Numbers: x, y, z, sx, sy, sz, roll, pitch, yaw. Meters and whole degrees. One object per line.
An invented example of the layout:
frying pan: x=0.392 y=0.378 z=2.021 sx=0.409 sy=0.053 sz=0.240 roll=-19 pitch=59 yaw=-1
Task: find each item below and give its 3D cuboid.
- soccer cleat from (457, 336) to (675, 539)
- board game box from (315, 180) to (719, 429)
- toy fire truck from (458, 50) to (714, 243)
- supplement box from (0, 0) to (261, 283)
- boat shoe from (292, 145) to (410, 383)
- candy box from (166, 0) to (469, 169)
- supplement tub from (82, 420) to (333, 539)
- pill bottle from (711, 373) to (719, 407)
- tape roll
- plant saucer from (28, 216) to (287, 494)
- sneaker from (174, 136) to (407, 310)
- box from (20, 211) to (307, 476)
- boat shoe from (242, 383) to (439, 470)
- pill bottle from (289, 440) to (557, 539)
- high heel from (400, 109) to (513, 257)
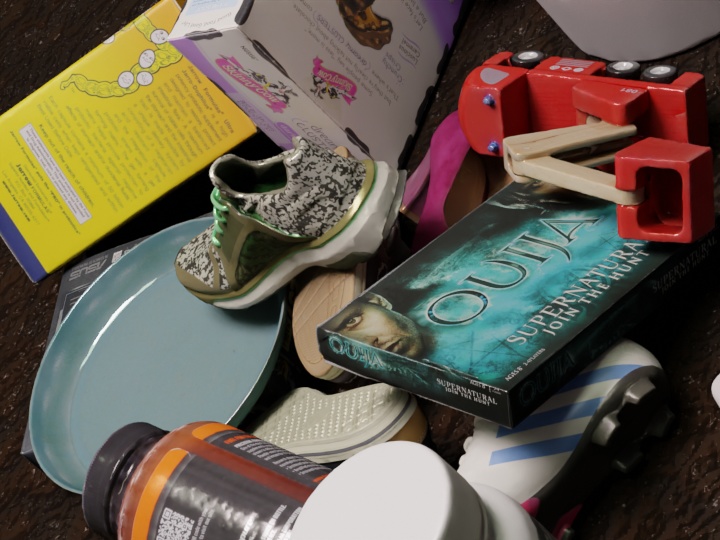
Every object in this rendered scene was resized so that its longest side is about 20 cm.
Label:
soccer cleat: x=0.081 y=0.112 z=1.341 sx=0.200 sy=0.070 sz=0.086 roll=-44 pitch=47 yaw=-10
board game box: x=0.089 y=0.010 z=1.367 sx=0.135 sy=0.028 sz=0.200 roll=17 pitch=39 yaw=38
toy fire truck: x=0.128 y=-0.074 z=1.421 sx=0.199 sy=0.049 sz=0.141 roll=10 pitch=28 yaw=33
supplement box: x=-0.162 y=-0.097 z=1.715 sx=0.199 sy=0.110 sz=0.109 roll=-33 pitch=3 yaw=17
boat shoe: x=0.000 y=0.000 z=1.508 sx=0.072 sy=0.065 sz=0.201 roll=-52 pitch=23 yaw=27
candy box: x=-0.016 y=-0.182 z=1.631 sx=0.071 sy=0.168 sz=0.201 roll=-4 pitch=53 yaw=44
supplement tub: x=-0.060 y=0.148 z=1.379 sx=0.199 sy=0.107 sz=0.107 roll=21 pitch=71 yaw=34
pill bottle: x=0.275 y=0.034 z=1.187 sx=0.200 sy=0.111 sz=0.111 roll=-40 pitch=37 yaw=8
tape roll: x=0.189 y=-0.230 z=1.553 sx=0.202 sy=0.071 sz=0.203 roll=-27 pitch=40 yaw=25
plant saucer: x=-0.121 y=0.057 z=1.548 sx=0.199 sy=0.027 sz=0.201 roll=-23 pitch=45 yaw=25
sneaker: x=-0.059 y=-0.040 z=1.470 sx=0.199 sy=0.088 sz=0.077 roll=-22 pitch=38 yaw=49
box: x=-0.120 y=0.044 z=1.621 sx=0.199 sy=0.051 sz=0.158 roll=-20 pitch=44 yaw=31
boat shoe: x=-0.019 y=0.108 z=1.453 sx=0.075 sy=0.062 sz=0.200 roll=-47 pitch=18 yaw=-27
pill bottle: x=0.060 y=0.173 z=1.195 sx=0.113 sy=0.200 sz=0.114 roll=-26 pitch=40 yaw=25
high heel: x=0.076 y=-0.037 z=1.483 sx=0.096 sy=0.067 sz=0.200 roll=-49 pitch=32 yaw=15
